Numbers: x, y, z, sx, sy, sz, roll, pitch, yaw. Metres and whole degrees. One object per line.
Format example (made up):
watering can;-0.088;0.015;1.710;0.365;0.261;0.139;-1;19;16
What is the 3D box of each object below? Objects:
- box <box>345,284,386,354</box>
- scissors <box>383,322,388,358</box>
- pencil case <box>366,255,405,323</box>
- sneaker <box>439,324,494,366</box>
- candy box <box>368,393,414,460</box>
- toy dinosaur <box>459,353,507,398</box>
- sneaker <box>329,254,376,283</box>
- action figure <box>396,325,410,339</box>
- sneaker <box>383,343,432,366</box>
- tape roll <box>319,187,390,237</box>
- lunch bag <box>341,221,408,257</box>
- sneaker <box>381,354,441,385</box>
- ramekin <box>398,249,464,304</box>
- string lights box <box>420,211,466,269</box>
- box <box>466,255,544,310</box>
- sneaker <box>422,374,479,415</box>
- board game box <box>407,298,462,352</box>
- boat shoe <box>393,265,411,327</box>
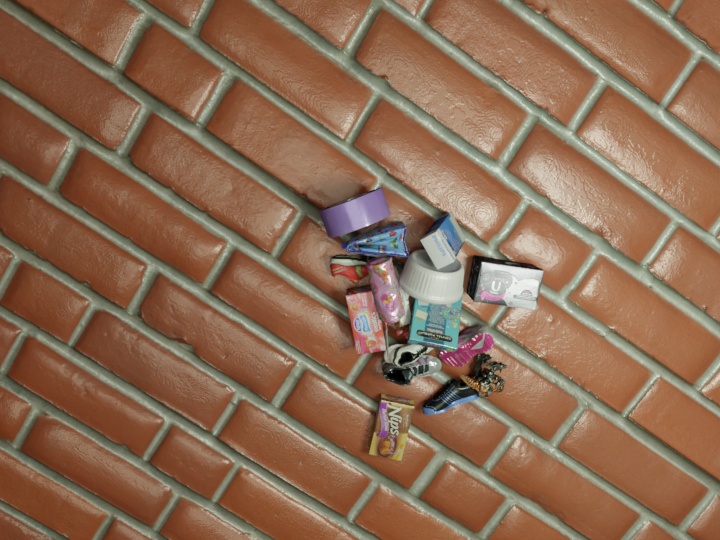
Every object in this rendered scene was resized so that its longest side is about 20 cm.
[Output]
box;0.019;0.155;1.674;0.099;0.096;0.202;-9;101;3
scissors;0.084;0.176;1.670;0.014;0.073;0.202;-9;86;11
pencil case;0.077;0.058;1.582;0.087;0.088;0.202;-15;106;4
sneaker;0.345;0.240;1.697;0.199;0.088;0.082;-30;102;29
candy box;0.103;0.525;1.765;0.115;0.056;0.202;12;102;-1
toy dinosaur;0.401;0.348;1.687;0.102;0.199;0.137;24;99;35
sneaker;0.000;0.000;1.661;0.198;0.077;0.086;7;109;13
action figure;0.210;0.186;1.679;0.198;0.066;0.052;-9;134;-7
sneaker;0.176;0.258;1.675;0.198;0.080;0.074;-20;110;-22
tape roll;-0.017;-0.172;1.560;0.198;0.200;0.086;-19;99;4
lunch bag;0.039;-0.089;1.599;0.198;0.151;0.095;-5;101;2
sneaker;0.166;0.329;1.682;0.198;0.140;0.079;-6;102;3
ramekin;0.219;0.011;1.583;0.200;0.203;0.095;9;117;-1
string lights box;0.251;-0.093;1.568;0.059;0.200;0.103;-26;100;30
box;0.447;0.039;1.636;0.198;0.115;0.134;9;101;0
sneaker;0.290;0.409;1.737;0.198;0.070;0.079;-20;97;-2
board game box;0.234;0.140;1.642;0.149;0.047;0.202;12;66;-1
boat shoe;0.124;0.076;1.678;0.069;0.071;0.202;-12;93;-23
